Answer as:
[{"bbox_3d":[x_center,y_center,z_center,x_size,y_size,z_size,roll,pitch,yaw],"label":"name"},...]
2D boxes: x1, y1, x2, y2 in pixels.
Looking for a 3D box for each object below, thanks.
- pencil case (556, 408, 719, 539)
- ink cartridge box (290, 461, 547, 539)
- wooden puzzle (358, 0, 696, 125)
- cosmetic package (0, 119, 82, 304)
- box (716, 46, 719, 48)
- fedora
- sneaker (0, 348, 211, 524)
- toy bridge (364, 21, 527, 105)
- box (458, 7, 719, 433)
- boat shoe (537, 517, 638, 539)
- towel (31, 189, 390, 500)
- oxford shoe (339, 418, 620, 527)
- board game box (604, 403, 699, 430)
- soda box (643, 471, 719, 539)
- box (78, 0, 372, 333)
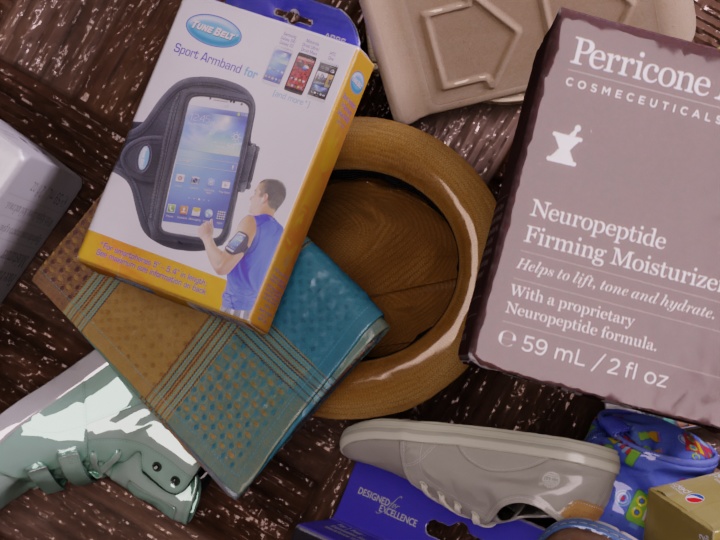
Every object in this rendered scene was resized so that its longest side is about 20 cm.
[{"bbox_3d":[0.143,0.182,1.416,0.087,0.078,0.201,17,100,-27],"label":"pencil case"},{"bbox_3d":[0.026,0.228,1.416,0.198,0.043,0.201,18,87,40],"label":"ink cartridge box"},{"bbox_3d":[0.095,-0.188,1.412,0.199,0.186,0.046,-17,44,2],"label":"wooden puzzle"},{"bbox_3d":[-0.307,-0.028,1.455,0.165,0.165,0.200,35,91,7],"label":"cosmetic package"},{"bbox_3d":[0.209,-0.068,1.428,0.199,0.048,0.118,-23,84,1],"label":"box"},{"bbox_3d":[0.000,0.000,1.462,0.200,0.082,0.201,-1,86,15],"label":"fedora"},{"bbox_3d":[-0.168,0.128,1.471,0.200,0.074,0.118,-38,77,0],"label":"sneaker"},{"bbox_3d":[0.105,-0.141,1.488,0.199,0.027,0.067,-6,88,6],"label":"toy bridge"},{"bbox_3d":[0.158,-0.022,1.320,0.165,0.164,0.201,14,88,2],"label":"box"},{"bbox_3d":[0.166,0.226,1.308,0.200,0.072,0.072,48,119,1],"label":"boat shoe"},{"bbox_3d":[-0.093,0.019,1.432,0.200,0.022,0.147,44,99,19],"label":"towel"},{"bbox_3d":[0.064,0.123,1.401,0.200,0.075,0.058,4,82,40],"label":"oxford shoe"},{"bbox_3d":[0.200,-0.001,1.464,0.126,0.035,0.201,-11,85,5],"label":"board game box"},{"bbox_3d":[0.205,0.223,1.382,0.068,0.064,0.201,-9,114,-29],"label":"soda box"},{"bbox_3d":[-0.076,-0.076,1.401,0.119,0.041,0.201,19,85,18],"label":"box"}]
